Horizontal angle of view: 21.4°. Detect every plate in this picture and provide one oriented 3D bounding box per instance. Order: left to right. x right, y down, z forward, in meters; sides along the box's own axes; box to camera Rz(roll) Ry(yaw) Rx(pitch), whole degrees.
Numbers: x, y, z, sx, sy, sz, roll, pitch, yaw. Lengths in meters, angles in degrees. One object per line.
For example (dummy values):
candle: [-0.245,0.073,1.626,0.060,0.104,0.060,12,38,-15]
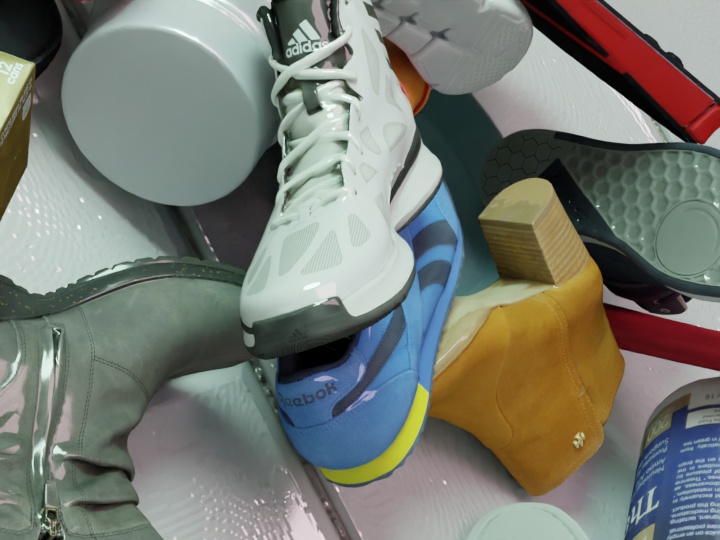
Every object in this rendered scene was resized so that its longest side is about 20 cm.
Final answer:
plate: [0.024,-0.047,1.029,0.200,0.026,0.201,31,42,-33]

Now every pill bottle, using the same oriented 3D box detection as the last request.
pill bottle: [-0.063,-0.126,0.911,0.113,0.113,0.201,44,37,-17]
pill bottle: [0.190,0.158,0.989,0.111,0.111,0.201,43,37,-18]

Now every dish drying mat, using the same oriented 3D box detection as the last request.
dish drying mat: [0.192,0.045,1.033,0.077,0.199,0.018,1,100,-50]

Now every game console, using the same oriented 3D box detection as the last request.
game console: [0.101,-0.150,1.010,0.177,0.031,0.200,38,6,-35]

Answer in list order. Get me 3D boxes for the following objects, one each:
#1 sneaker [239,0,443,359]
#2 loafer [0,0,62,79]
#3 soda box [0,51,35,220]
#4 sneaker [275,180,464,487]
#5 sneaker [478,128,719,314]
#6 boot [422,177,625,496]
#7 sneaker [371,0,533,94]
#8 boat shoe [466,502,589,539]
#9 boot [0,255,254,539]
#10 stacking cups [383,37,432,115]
sneaker: [-0.024,-0.050,0.784,0.201,0.075,0.116,-68,138,-62]
loafer: [-0.186,-0.091,0.777,0.068,0.070,0.200,58,35,2]
soda box: [-0.179,0.010,0.657,0.064,0.068,0.201,20,57,0]
sneaker: [0.000,0.000,0.872,0.079,0.065,0.201,57,31,-37]
sneaker: [0.181,-0.015,1.031,0.146,0.202,0.077,28,86,-47]
boot: [0.062,0.066,0.948,0.201,0.070,0.145,-45,127,-28]
sneaker: [0.010,-0.155,0.888,0.200,0.077,0.082,44,18,-55]
boat shoe: [0.082,0.193,0.882,0.201,0.075,0.061,-86,168,-53]
boot: [-0.101,0.067,0.749,0.199,0.068,0.131,-3,58,-41]
stacking cups: [0.014,-0.104,0.978,0.061,0.060,0.200,48,32,-11]
